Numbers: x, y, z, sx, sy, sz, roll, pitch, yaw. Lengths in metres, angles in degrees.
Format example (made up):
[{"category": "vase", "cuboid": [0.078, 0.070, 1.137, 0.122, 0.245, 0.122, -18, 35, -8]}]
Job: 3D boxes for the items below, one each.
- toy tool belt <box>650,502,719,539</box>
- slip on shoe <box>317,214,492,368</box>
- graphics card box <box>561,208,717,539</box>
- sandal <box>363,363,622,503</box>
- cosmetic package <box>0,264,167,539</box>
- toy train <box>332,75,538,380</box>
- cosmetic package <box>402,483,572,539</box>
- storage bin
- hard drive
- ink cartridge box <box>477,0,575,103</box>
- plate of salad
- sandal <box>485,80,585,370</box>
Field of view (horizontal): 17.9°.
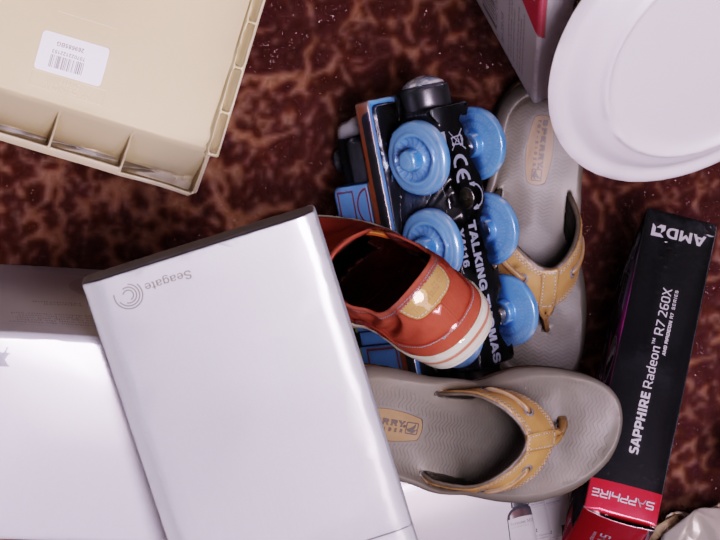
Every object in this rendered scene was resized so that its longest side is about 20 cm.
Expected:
[{"category": "toy tool belt", "cuboid": [0.253, 0.201, 1.529, 0.123, 0.124, 0.201, 18, 98, -58]}, {"category": "slip on shoe", "cuboid": [0.000, 0.000, 1.335, 0.074, 0.200, 0.061, -50, 124, -10]}, {"category": "graphics card box", "cuboid": [0.173, 0.076, 1.429, 0.050, 0.126, 0.202, 14, 71, 3]}, {"category": "sandal", "cuboid": [0.067, 0.090, 1.297, 0.198, 0.054, 0.083, 10, 91, -27]}, {"category": "cosmetic package", "cuboid": [-0.140, 0.077, 1.351, 0.197, 0.200, 0.124, 4, 99, -14]}, {"category": "toy train", "cuboid": [0.037, -0.017, 1.421, 0.086, 0.114, 0.202, -17, 97, -48]}, {"category": "cosmetic package", "cuboid": [0.086, 0.155, 1.499, 0.198, 0.051, 0.083, -12, 102, -12]}, {"category": "storage bin", "cuboid": [-0.162, -0.169, 1.358, 0.198, 0.094, 0.200, 16, 96, -16]}, {"category": "hard drive", "cuboid": [-0.058, 0.080, 1.240, 0.131, 0.027, 0.202, -17, 102, 2]}, {"category": "ink cartridge box", "cuboid": [0.097, -0.224, 1.336, 0.085, 0.148, 0.201, -20, 62, -9]}, {"category": "plate of salad", "cuboid": [0.190, -0.135, 1.288, 0.198, 0.048, 0.201, -17, 138, -16]}, {"category": "sandal", "cuboid": [0.117, -0.022, 1.465, 0.081, 0.055, 0.202, 4, 99, -14]}]
